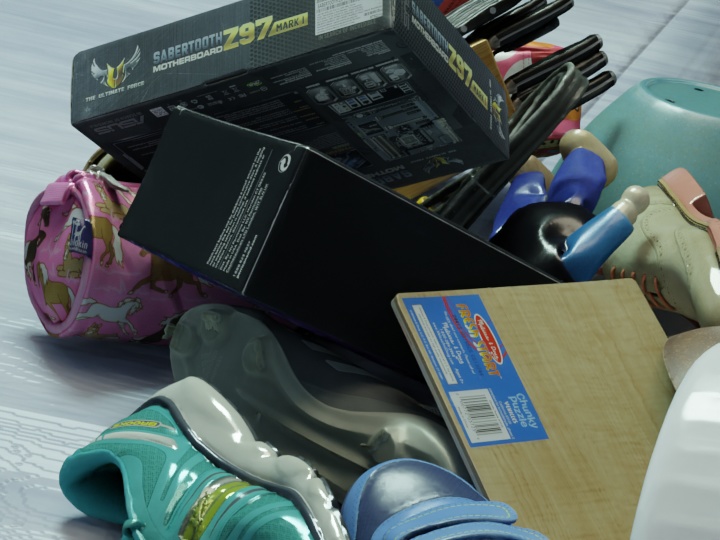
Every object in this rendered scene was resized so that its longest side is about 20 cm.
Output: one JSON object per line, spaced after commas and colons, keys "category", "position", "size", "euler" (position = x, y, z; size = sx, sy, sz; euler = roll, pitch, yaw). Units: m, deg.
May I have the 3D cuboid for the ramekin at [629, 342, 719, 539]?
{"category": "ramekin", "position": [0.156, 0.120, 0.648], "size": [0.097, 0.202, 0.200], "euler": [10, 18, 22]}

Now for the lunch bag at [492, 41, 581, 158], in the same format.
{"category": "lunch bag", "position": [0.057, -0.113, 1.316], "size": [0.198, 0.083, 0.176], "euler": [-1, -3, -1]}

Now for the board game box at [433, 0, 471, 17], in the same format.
{"category": "board game box", "position": [-0.025, -0.133, 1.172], "size": [0.103, 0.200, 0.019], "euler": [36, 7, -25]}

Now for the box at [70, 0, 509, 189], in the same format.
{"category": "box", "position": [-0.036, -0.091, 1.014], "size": [0.198, 0.051, 0.158], "euler": [-13, -28, 24]}

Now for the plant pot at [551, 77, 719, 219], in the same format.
{"category": "plant pot", "position": [0.213, -0.049, 1.208], "size": [0.198, 0.136, 0.200], "euler": [10, 21, -4]}

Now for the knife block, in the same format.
{"category": "knife block", "position": [0.060, -0.091, 1.152], "size": [0.174, 0.202, 0.064], "euler": [19, 1, -17]}

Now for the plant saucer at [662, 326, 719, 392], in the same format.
{"category": "plant saucer", "position": [0.230, 0.090, 0.865], "size": [0.200, 0.037, 0.201], "euler": [36, 20, -15]}

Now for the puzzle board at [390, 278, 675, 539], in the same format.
{"category": "puzzle board", "position": [0.109, 0.091, 0.827], "size": [0.150, 0.017, 0.201], "euler": [-3, 54, -34]}

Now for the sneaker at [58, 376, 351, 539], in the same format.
{"category": "sneaker", "position": [-0.057, 0.115, 0.750], "size": [0.079, 0.078, 0.200], "euler": [-23, 30, -26]}

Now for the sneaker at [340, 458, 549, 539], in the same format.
{"category": "sneaker", "position": [0.044, 0.123, 0.695], "size": [0.073, 0.083, 0.200], "euler": [-16, 33, -13]}

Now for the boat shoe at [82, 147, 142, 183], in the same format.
{"category": "boat shoe", "position": [-0.138, -0.043, 1.103], "size": [0.073, 0.067, 0.200], "euler": [9, 20, -7]}

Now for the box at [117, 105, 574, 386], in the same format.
{"category": "box", "position": [0.000, 0.000, 0.915], "size": [0.199, 0.079, 0.141], "euler": [26, 0, -33]}

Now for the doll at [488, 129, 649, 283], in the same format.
{"category": "doll", "position": [0.108, -0.016, 1.053], "size": [0.136, 0.049, 0.200], "euler": [-23, 23, 26]}

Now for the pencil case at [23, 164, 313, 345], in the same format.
{"category": "pencil case", "position": [-0.081, -0.006, 0.999], "size": [0.199, 0.087, 0.083], "euler": [2, 50, -32]}

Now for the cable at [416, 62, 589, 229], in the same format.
{"category": "cable", "position": [0.051, -0.046, 1.067], "size": [0.050, 0.200, 0.097], "euler": [39, 21, -3]}

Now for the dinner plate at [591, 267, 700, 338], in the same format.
{"category": "dinner plate", "position": [0.129, 0.039, 1.055], "size": [0.198, 0.024, 0.201], "euler": [1, 25, 0]}

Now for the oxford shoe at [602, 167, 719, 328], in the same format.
{"category": "oxford shoe", "position": [0.180, 0.007, 1.037], "size": [0.073, 0.071, 0.200], "euler": [-23, 19, 5]}

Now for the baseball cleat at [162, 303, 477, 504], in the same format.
{"category": "baseball cleat", "position": [-0.006, 0.076, 0.883], "size": [0.199, 0.070, 0.106], "euler": [32, 14, 38]}
